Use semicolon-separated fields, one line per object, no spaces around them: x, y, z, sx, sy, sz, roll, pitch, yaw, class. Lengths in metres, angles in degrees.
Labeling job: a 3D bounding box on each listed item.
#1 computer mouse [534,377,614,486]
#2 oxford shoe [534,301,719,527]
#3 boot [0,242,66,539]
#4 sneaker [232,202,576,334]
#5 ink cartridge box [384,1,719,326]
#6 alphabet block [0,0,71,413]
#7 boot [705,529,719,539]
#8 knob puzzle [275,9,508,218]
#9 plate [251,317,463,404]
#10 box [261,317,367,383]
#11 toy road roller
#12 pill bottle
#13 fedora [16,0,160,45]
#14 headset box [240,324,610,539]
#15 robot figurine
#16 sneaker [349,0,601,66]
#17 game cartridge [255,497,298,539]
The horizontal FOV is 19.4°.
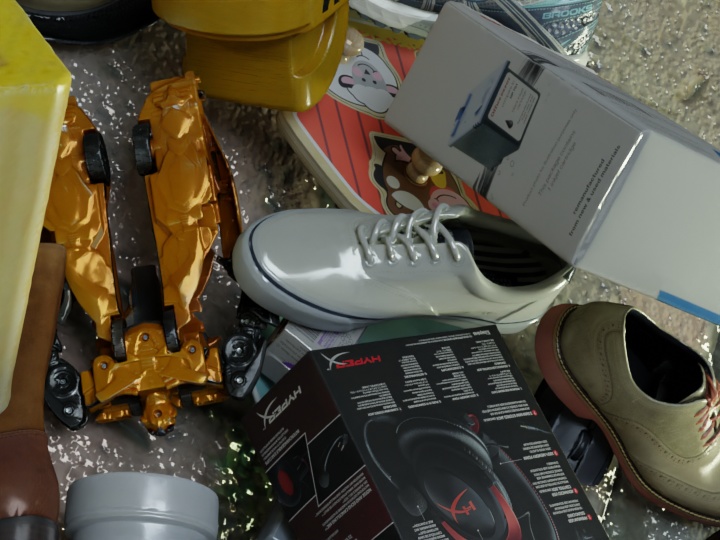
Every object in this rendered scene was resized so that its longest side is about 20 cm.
0.121;0.130;1.271;0.058;0.034;0.201;29;61;-16;computer mouse
0.191;0.091;1.265;0.200;0.075;0.071;39;59;-27;oxford shoe
-0.244;0.073;1.074;0.187;0.069;0.201;-7;62;3;boot
0.028;-0.011;1.157;0.199;0.071;0.073;3;58;-29;sneaker
0.129;-0.060;1.175;0.146;0.200;0.086;20;102;-38;ink cartridge box
-0.270;-0.050;0.988;0.195;0.201;0.195;-9;41;-33;alphabet block
0.243;0.211;1.296;0.199;0.075;0.098;-12;98;-34;boot
0.040;-0.080;1.268;0.219;0.030;0.221;21;45;-23;knob puzzle
0.013;0.072;1.221;0.199;0.026;0.201;22;45;-23;plate
0.000;0.000;1.222;0.041;0.039;0.200;40;41;-6;box
-0.046;-0.181;1.221;0.122;0.147;0.200;12;30;21;toy road roller
-0.117;0.210;1.071;0.111;0.112;0.201;12;66;-23;pill bottle
-0.160;-0.233;1.230;0.199;0.092;0.202;10;67;-24;fedora
0.048;0.137;1.115;0.148;0.075;0.201;-7;61;-44;headset box
-0.121;-0.005;1.167;0.144;0.058;0.201;-9;74;1;robot figurine
0.057;-0.186;1.305;0.199;0.087;0.078;22;21;-5;sneaker
0.028;0.194;1.159;0.200;0.042;0.133;40;20;-5;game cartridge
